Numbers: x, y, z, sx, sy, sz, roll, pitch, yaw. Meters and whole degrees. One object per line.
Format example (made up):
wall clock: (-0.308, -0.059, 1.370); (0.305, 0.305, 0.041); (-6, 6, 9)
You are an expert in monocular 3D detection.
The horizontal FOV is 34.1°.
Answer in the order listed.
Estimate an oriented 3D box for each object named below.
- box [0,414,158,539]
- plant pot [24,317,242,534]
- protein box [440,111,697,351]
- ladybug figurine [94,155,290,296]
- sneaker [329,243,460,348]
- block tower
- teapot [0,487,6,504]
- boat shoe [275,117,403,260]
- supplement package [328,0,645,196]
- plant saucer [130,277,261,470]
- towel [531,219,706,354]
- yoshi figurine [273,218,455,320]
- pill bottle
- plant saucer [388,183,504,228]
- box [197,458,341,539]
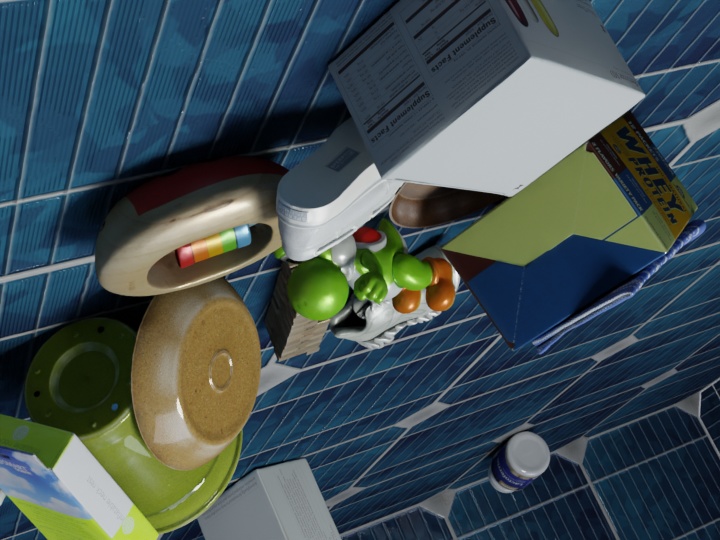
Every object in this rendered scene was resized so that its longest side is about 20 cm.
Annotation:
box: (-0.290, 0.206, 1.120); (0.121, 0.048, 0.201); (7, 141, 31)
plant pot: (-0.244, 0.147, 1.201); (0.199, 0.202, 0.193); (-25, 150, 0)
protein box: (0.228, -0.046, 1.252); (0.198, 0.135, 0.200); (-36, 178, 29)
ladybug figurine: (-0.133, -0.043, 0.991); (0.198, 0.072, 0.136); (-19, 159, -18)
sneaker: (0.041, 0.033, 1.421); (0.081, 0.076, 0.200); (9, 142, -44)
block tower: (-0.066, 0.040, 1.321); (0.057, 0.054, 0.200); (-18, 159, -18)
teapot: (-0.454, 0.213, 1.157); (0.198, 0.146, 0.200); (-47, 123, 6)
boat shoe: (-0.001, -0.073, 0.988); (0.200, 0.071, 0.069); (-48, 154, -46)
supplement package: (0.106, -0.153, 0.949); (0.155, 0.112, 0.199); (-37, 158, 31)
plant saucer: (-0.151, 0.098, 1.162); (0.035, 0.203, 0.200); (2, 175, 28)
towel: (0.277, 0.016, 1.238); (0.200, 0.024, 0.145); (-34, 177, -46)
yoshi figurine: (-0.004, 0.015, 1.178); (0.199, 0.112, 0.113); (15, 118, -36)
pill bottle: (0.397, 0.493, 2.979); (0.115, 0.117, 0.200); (-18, 159, -20)
plant saucer: (0.113, -0.110, 1.187); (0.199, 0.035, 0.201); (-23, 160, -9)
box: (-0.162, 0.475, 2.108); (0.199, 0.201, 0.130); (-38, 159, 34)
